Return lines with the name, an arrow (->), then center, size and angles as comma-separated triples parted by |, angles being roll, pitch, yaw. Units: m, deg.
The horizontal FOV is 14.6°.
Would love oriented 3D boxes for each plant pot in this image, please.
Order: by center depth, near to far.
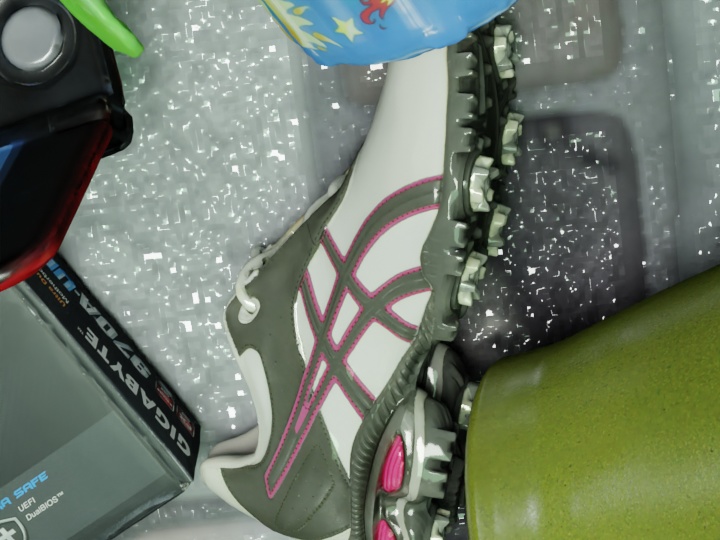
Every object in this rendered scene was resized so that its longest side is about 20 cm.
plant pot -> 0.140, 0.073, 0.860 | 0.193, 0.200, 0.201 | -12, 113, 19

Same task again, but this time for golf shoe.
golf shoe -> 0.000, 0.000, 0.885 | 0.088, 0.077, 0.200 | 13, 109, 10

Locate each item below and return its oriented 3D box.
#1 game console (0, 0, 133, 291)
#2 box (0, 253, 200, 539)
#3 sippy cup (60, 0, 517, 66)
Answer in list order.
game console -> -0.179, -0.044, 0.805 | 0.200, 0.119, 0.173 | -18, 80, 12
box -> -0.177, 0.055, 0.926 | 0.200, 0.046, 0.159 | -33, 108, 15
sippy cup -> -0.004, -0.134, 0.799 | 0.178, 0.140, 0.130 | -21, 120, 18
